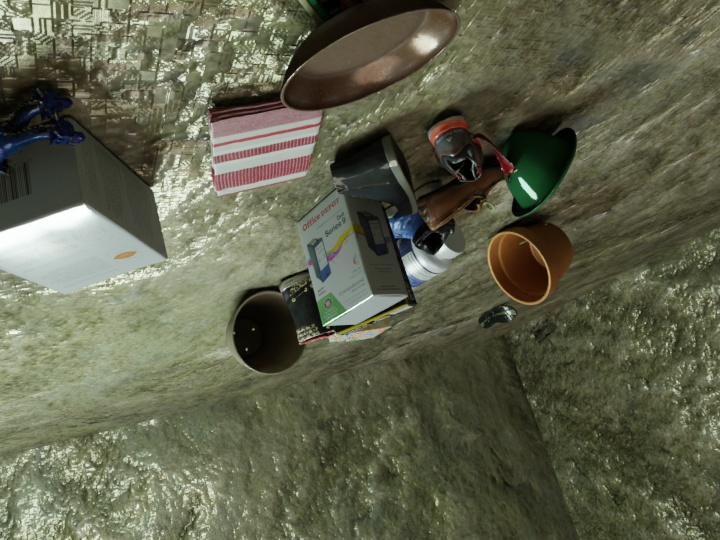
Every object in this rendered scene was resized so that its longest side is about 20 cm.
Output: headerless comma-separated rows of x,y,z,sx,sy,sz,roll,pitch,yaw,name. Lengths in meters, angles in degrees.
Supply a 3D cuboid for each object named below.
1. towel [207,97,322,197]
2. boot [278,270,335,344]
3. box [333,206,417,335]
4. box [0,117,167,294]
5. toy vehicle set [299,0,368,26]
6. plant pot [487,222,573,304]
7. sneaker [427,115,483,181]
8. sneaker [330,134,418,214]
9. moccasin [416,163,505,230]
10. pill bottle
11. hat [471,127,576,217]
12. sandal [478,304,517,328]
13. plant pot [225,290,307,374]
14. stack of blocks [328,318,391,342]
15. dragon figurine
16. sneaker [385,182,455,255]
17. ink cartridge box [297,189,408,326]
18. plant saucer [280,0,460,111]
-0.126,-0.162,0.778,0.142,0.023,0.200,-15,165,-17,towel
-0.076,0.066,1.325,0.198,0.152,0.073,-19,164,6,boot
0.000,0.000,1.106,0.159,0.202,0.049,-25,163,27,box
-0.348,-0.065,0.703,0.151,0.107,0.200,-18,163,1,box
-0.018,-0.283,0.487,0.123,0.027,0.200,-23,163,17,toy vehicle set
0.444,-0.033,1.510,0.139,0.201,0.200,-27,169,-27,plant pot
0.157,-0.169,0.931,0.076,0.083,0.200,-24,165,20,sneaker
0.025,-0.138,0.938,0.105,0.076,0.200,-16,155,12,sneaker
0.192,-0.131,1.046,0.200,0.078,0.073,-30,-171,-30,moccasin
0.129,-0.033,1.290,0.110,0.112,0.199,-2,157,-42,pill bottle
0.241,-0.204,0.987,0.175,0.167,0.200,26,163,-9,hat
0.600,0.195,2.595,0.057,0.080,0.200,-26,179,-41,sandal
-0.251,0.155,1.431,0.185,0.190,0.199,-7,175,-31,plant pot
-0.012,0.187,1.938,0.198,0.059,0.115,-5,159,-37,stack of blocks
-0.367,-0.134,0.547,0.198,0.059,0.099,-3,158,-42,dragon figurine
0.097,-0.072,1.133,0.076,0.112,0.199,1,156,-46,sneaker
-0.018,-0.024,1.015,0.087,0.202,0.145,3,156,-41,ink cartridge box
0.004,-0.226,0.613,0.198,0.037,0.200,-22,180,0,plant saucer
